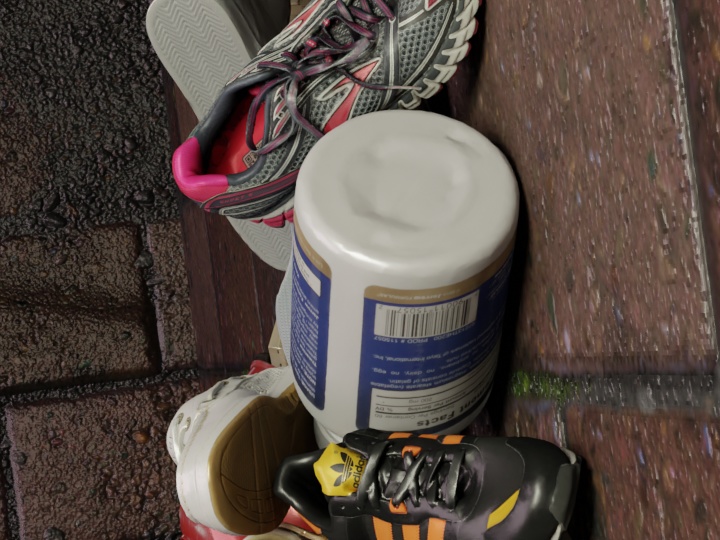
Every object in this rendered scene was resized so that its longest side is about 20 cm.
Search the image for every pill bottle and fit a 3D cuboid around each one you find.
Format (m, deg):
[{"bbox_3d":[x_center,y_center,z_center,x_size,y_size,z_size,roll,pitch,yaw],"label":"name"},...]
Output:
[{"bbox_3d":[0.019,0.022,1.082,0.200,0.111,0.111,94,166,-49],"label":"pill bottle"}]

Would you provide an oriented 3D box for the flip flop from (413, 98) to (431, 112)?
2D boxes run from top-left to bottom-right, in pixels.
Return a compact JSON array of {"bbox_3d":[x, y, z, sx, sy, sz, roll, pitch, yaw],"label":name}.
[{"bbox_3d":[0.009,-0.053,1.242,0.200,0.057,0.081,109,153,-58],"label":"flip flop"}]

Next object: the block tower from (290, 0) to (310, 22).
[{"bbox_3d":[-0.034,-0.095,1.339,0.058,0.054,0.200,83,-172,-51],"label":"block tower"}]

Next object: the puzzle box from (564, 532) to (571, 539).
[{"bbox_3d":[0.097,0.198,1.005,0.200,0.025,0.133,-112,18,-60],"label":"puzzle box"}]

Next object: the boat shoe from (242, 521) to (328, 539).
[{"bbox_3d":[-0.036,0.164,1.106,0.069,0.074,0.200,43,170,-15],"label":"boat shoe"}]

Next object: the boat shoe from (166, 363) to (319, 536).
[{"bbox_3d":[-0.071,0.096,1.118,0.200,0.069,0.071,-32,-61,-75],"label":"boat shoe"}]

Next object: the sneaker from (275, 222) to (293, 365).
[{"bbox_3d":[0.000,0.000,1.190,0.073,0.071,0.200,45,145,33],"label":"sneaker"}]

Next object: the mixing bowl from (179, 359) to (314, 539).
[{"bbox_3d":[-0.040,0.165,1.285,0.200,0.108,0.200,46,165,15],"label":"mixing bowl"}]

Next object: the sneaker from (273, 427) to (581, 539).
[{"bbox_3d":[0.025,0.111,1.012,0.200,0.090,0.070,-18,53,63],"label":"sneaker"}]

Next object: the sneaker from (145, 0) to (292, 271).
[{"bbox_3d":[-0.055,-0.106,1.226,0.116,0.074,0.200,-75,-31,-53],"label":"sneaker"}]

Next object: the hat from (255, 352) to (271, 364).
[{"bbox_3d":[-0.020,0.151,1.528,0.201,0.081,0.201,167,90,-87],"label":"hat"}]

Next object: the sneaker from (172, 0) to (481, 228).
[{"bbox_3d":[-0.015,-0.100,1.064,0.200,0.075,0.081,-51,61,19],"label":"sneaker"}]

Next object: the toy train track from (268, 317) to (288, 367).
[{"bbox_3d":[-0.023,-0.017,1.424,0.115,0.032,0.200,82,-161,-49],"label":"toy train track"}]
